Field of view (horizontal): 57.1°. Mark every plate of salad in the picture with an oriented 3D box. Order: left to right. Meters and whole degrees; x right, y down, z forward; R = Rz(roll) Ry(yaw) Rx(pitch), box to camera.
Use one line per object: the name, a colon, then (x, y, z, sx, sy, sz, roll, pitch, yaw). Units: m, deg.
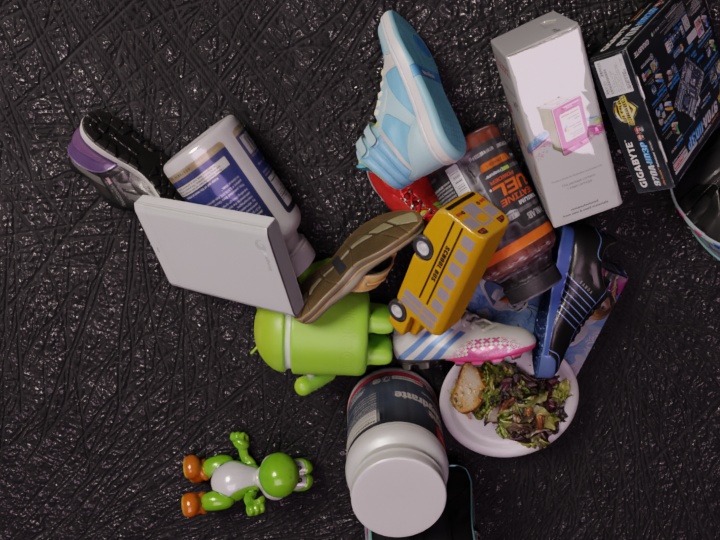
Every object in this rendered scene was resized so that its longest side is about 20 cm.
plate of salad: (0.208, 0.188, 0.925, 0.194, 0.048, 0.205, 1, 115, 2)

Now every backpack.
backpack: (0.091, 0.411, 0.979, 0.170, 0.203, 0.156, -2, 130, -1)
backpack: (0.478, -0.102, 0.775, 0.199, 0.180, 0.150, -39, 138, 16)

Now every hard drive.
hard drive: (-0.169, -0.018, 0.790, 0.195, 0.026, 0.134, 12, 136, 27)

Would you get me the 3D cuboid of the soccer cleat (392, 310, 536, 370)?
soccer cleat: (0.127, 0.079, 0.866, 0.195, 0.069, 0.089, -9, 91, 27)

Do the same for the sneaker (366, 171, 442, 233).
sneaker: (0.085, -0.072, 0.839, 0.077, 0.085, 0.200, -39, 107, 15)

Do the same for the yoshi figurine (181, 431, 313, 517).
yoshi figurine: (-0.170, 0.309, 0.990, 0.194, 0.112, 0.116, -7, 107, 0)

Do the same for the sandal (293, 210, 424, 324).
sandal: (0.000, 0.000, 0.810, 0.199, 0.081, 0.054, -42, 122, 6)

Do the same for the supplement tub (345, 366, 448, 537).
supplement tub: (0.048, 0.241, 0.907, 0.136, 0.201, 0.144, 0, 114, 0)

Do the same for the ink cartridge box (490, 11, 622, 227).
ink cartridge box: (0.221, -0.177, 0.762, 0.083, 0.145, 0.204, -17, 112, 11)

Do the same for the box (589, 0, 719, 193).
box: (0.342, -0.210, 0.735, 0.200, 0.045, 0.161, -44, 114, -30)

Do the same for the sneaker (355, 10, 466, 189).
sneaker: (0.032, -0.189, 0.770, 0.129, 0.079, 0.205, -31, 66, 33)

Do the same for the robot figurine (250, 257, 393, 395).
robot figurine: (-0.053, 0.079, 0.886, 0.194, 0.116, 0.181, 2, 107, 0)

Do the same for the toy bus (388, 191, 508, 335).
toy bus: (0.097, 0.004, 0.778, 0.078, 0.065, 0.203, 40, 137, 21)

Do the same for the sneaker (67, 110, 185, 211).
sneaker: (-0.280, -0.107, 0.846, 0.199, 0.076, 0.087, 42, 127, -15)

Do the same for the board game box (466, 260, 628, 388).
board game box: (0.233, 0.059, 0.915, 0.195, 0.044, 0.203, 18, 113, -6)

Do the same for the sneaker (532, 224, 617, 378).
sneaker: (0.271, 0.044, 0.842, 0.076, 0.070, 0.206, 9, 103, 3)

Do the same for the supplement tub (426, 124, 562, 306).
supplement tub: (0.165, -0.063, 0.798, 0.105, 0.107, 0.203, -29, 88, 12)

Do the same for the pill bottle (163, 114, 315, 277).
pill bottle: (-0.143, -0.078, 0.823, 0.110, 0.112, 0.202, -30, 109, 13)
